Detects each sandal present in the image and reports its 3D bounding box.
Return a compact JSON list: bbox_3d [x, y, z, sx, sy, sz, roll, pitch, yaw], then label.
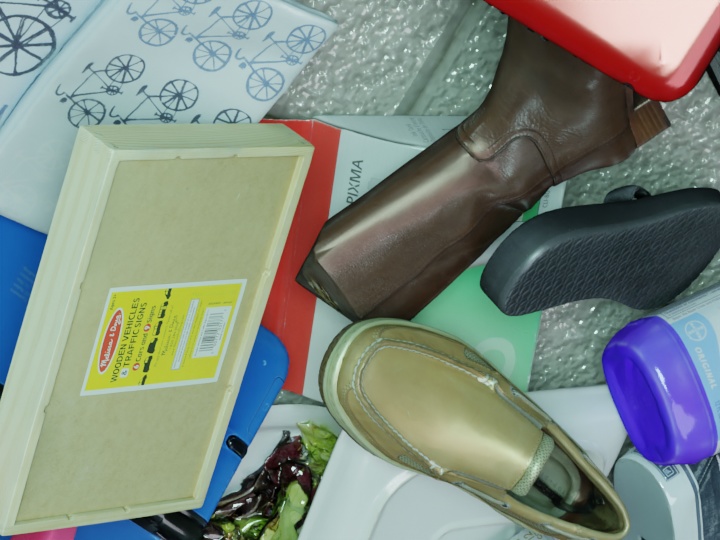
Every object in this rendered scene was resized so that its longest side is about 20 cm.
[{"bbox_3d":[0.130,-0.019,1.367,0.200,0.043,0.076,-2,134,-52],"label":"sandal"}]

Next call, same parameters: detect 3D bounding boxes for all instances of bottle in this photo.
[{"bbox_3d":[0.230,0.035,1.436,0.200,0.065,0.084,-22,92,-22],"label":"bottle"}]

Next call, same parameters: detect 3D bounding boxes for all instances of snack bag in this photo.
[{"bbox_3d":[-0.142,-0.094,1.221,0.200,0.021,0.189,25,126,-28],"label":"snack bag"}]

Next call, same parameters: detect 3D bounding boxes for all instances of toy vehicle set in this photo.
[{"bbox_3d":[-0.102,0.027,1.241,0.124,0.027,0.200,-2,118,-45],"label":"toy vehicle set"}]

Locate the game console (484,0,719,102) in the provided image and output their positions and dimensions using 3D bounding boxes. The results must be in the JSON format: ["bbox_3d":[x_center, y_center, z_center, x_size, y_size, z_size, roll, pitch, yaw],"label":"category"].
[{"bbox_3d":[0.106,-0.195,1.202,0.200,0.119,0.172,32,99,7],"label":"game console"}]

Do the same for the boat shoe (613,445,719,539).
[{"bbox_3d":[0.198,0.164,1.511,0.091,0.071,0.200,-27,135,-24],"label":"boat shoe"}]

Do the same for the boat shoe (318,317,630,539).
[{"bbox_3d":[0.066,0.083,1.322,0.200,0.076,0.072,29,88,-39],"label":"boat shoe"}]

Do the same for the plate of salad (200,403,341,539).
[{"bbox_3d":[-0.050,0.164,1.444,0.200,0.048,0.200,-7,118,-14],"label":"plate of salad"}]

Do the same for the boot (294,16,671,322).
[{"bbox_3d":[0.040,-0.057,1.273,0.200,0.064,0.186,-34,142,6],"label":"boot"}]

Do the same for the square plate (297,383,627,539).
[{"bbox_3d":[0.048,0.151,1.434,0.198,0.028,0.200,-4,128,-36],"label":"square plate"}]

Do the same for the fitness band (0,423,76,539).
[{"bbox_3d":[-0.220,0.143,1.250,0.200,0.037,0.144,-34,134,-25],"label":"fitness band"}]

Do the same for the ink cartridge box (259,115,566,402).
[{"bbox_3d":[0.000,0.000,1.373,0.200,0.050,0.161,-1,117,-20],"label":"ink cartridge box"}]

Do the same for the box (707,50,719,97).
[{"bbox_3d":[0.231,-0.179,1.327,0.164,0.086,0.200,-31,122,0],"label":"box"}]

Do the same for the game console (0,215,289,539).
[{"bbox_3d":[-0.169,0.063,1.356,0.200,0.118,0.171,36,71,-22],"label":"game console"}]

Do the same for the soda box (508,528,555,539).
[{"bbox_3d":[0.103,0.226,1.474,0.068,0.064,0.200,-32,143,-11],"label":"soda box"}]
